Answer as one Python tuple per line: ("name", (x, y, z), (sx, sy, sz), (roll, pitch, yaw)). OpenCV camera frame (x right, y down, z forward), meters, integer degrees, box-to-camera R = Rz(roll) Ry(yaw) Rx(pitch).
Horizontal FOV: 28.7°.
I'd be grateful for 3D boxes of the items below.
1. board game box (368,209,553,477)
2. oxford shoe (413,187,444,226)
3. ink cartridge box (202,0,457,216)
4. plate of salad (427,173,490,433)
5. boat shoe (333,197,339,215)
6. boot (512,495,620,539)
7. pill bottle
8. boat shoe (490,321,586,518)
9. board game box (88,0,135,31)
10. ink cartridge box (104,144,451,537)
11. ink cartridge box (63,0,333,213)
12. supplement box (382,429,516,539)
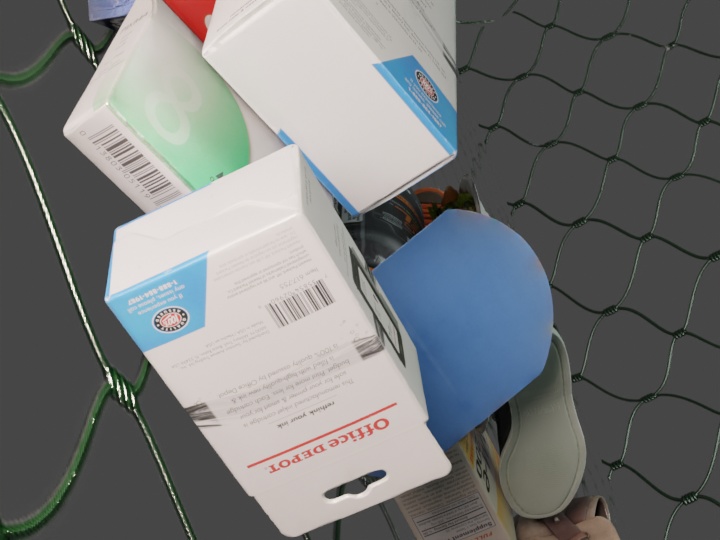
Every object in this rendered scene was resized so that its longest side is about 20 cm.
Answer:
("board game box", (0.040, 0.048, 0.981), (0.159, 0.199, 0.039), (53, -3, -32))
("oxford shoe", (0.054, 0.026, 1.290), (0.073, 0.070, 0.203), (18, 78, -84))
("ink cartridge box", (-0.011, -0.156, 0.879), (0.147, 0.085, 0.201), (46, 27, -27))
("plate of salad", (0.079, 0.026, 1.104), (0.200, 0.047, 0.203), (177, -90, -86))
("boat shoe", (-0.071, -0.044, 0.923), (0.201, 0.071, 0.061), (25, 55, -63))
("boot", (0.159, 0.269, 1.180), (0.201, 0.145, 0.071), (-98, 161, -55))
("pill bottle", (0.000, 0.000, 1.085), (0.107, 0.105, 0.201), (62, 12, -20))
("boat shoe", (0.142, 0.112, 1.142), (0.061, 0.074, 0.202), (-100, -174, -56))
("board game box", (-0.148, -0.258, 0.934), (0.135, 0.034, 0.203), (-8, 93, -78))
("ink cartridge box", (-0.039, 0.045, 0.774), (0.068, 0.115, 0.201), (-97, 161, -54))
("ink cartridge box", (-0.073, -0.101, 0.833), (0.161, 0.050, 0.202), (45, 46, -28))
("supplement box", (0.056, 0.135, 1.153), (0.126, 0.073, 0.202), (-90, 154, -63))
